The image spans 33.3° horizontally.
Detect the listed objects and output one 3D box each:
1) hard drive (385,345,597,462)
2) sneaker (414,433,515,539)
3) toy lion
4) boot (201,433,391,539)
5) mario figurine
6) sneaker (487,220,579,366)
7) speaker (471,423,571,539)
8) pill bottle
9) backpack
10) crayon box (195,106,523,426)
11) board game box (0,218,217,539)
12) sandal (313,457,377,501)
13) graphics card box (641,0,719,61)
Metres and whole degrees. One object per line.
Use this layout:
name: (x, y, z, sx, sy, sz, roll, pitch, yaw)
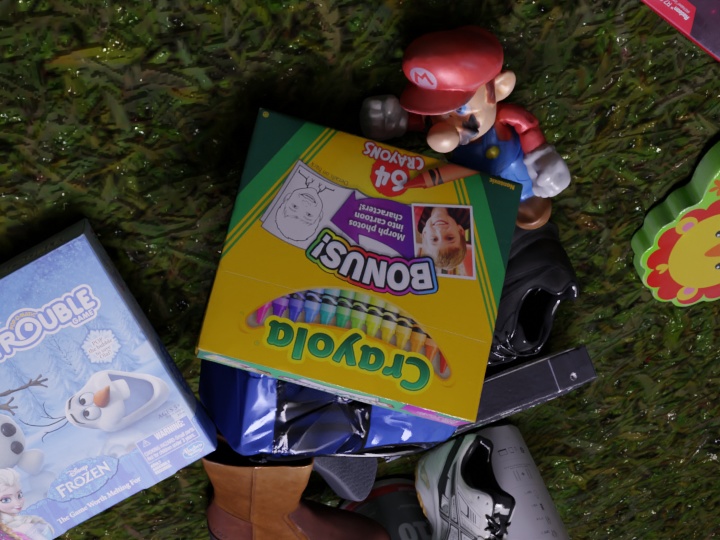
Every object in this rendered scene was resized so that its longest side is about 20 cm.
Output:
hard drive: (0.113, 0.126, 1.134, 0.198, 0.038, 0.140, -21, 169, -6)
sneaker: (0.111, 0.251, 1.151, 0.075, 0.202, 0.087, 14, 140, -44)
toy lion: (0.343, -0.051, 1.102, 0.189, 0.069, 0.201, -12, 137, -4)
boot: (-0.055, 0.211, 1.119, 0.186, 0.069, 0.201, 13, 144, 4)
mario figurine: (0.077, -0.090, 0.892, 0.122, 0.107, 0.200, -28, 140, 6)
sneaker: (0.116, 0.049, 1.063, 0.075, 0.091, 0.201, 10, 129, -36)
speaker: (0.163, 0.258, 1.209, 0.080, 0.201, 0.082, -15, 144, -12)
pill bottle: (0.051, 0.320, 1.215, 0.112, 0.201, 0.115, -12, 132, -14)
backpack: (-0.010, 0.062, 0.953, 0.197, 0.162, 0.170, 4, 107, -22)
crayon box: (0.000, 0.000, 0.849, 0.197, 0.175, 0.058, 15, 166, -7)
board game box: (-0.241, 0.096, 0.905, 0.198, 0.043, 0.201, -28, 110, 2)
sandal: (-0.038, 0.154, 1.113, 0.042, 0.077, 0.201, 7, 144, 26)
graphics card box: (0.291, -0.257, 0.868, 0.125, 0.051, 0.200, 22, 119, -40)
